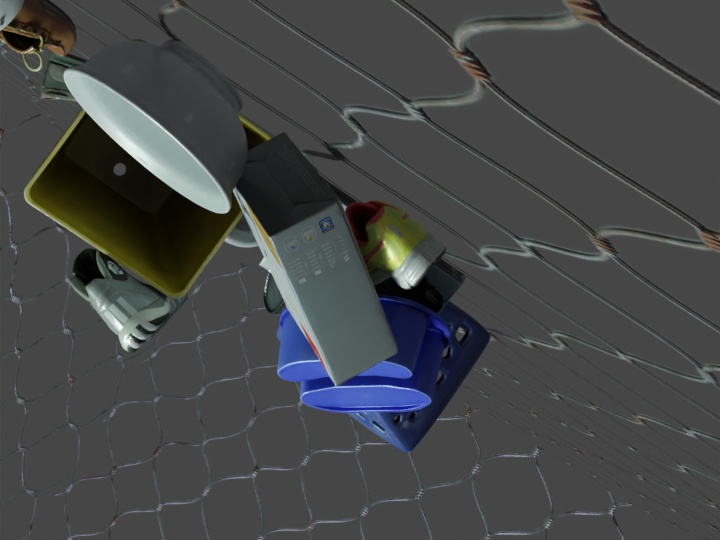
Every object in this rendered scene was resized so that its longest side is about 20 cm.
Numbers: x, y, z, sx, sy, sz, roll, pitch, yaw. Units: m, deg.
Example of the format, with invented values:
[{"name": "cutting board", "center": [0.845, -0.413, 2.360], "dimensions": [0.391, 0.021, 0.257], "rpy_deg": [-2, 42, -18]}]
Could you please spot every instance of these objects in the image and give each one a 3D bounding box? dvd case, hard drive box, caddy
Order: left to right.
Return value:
[{"name": "hard drive box", "center": [-0.049, -0.012, 1.291], "dimensions": [0.156, 0.076, 0.201], "rpy_deg": [53, 169, 52]}, {"name": "dvd case", "center": [0.000, 0.000, 1.456], "dimensions": [0.199, 0.146, 0.022], "rpy_deg": [35, -141, -4]}, {"name": "caddy", "center": [0.001, 0.083, 1.436], "dimensions": [0.198, 0.106, 0.142], "rpy_deg": [-4, 147, 23]}]

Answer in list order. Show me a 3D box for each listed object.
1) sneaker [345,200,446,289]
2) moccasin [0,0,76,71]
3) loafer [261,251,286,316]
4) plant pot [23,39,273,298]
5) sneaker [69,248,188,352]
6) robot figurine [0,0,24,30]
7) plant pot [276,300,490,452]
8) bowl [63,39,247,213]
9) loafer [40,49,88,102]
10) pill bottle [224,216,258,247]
[{"name": "sneaker", "center": [0.016, -0.037, 1.319], "dimensions": [0.090, 0.078, 0.200], "rpy_deg": [42, 166, -14]}, {"name": "moccasin", "center": [-0.374, -0.272, 1.440], "dimensions": [0.073, 0.078, 0.201], "rpy_deg": [30, 180, 3]}, {"name": "loafer", "center": [-0.088, -0.018, 1.537], "dimensions": [0.068, 0.070, 0.201], "rpy_deg": [58, 143, 29]}, {"name": "plant pot", "center": [-0.230, -0.123, 1.399], "dimensions": [0.199, 0.201, 0.176], "rpy_deg": [35, -176, -22]}, {"name": "sneaker", "center": [-0.253, 0.018, 1.390], "dimensions": [0.115, 0.075, 0.200], "rpy_deg": [44, 180, -4]}, {"name": "robot figurine", "center": [-0.395, -0.292, 1.200], "dimensions": [0.199, 0.126, 0.150], "rpy_deg": [30, -169, 31]}, {"name": "plant pot", "center": [0.021, 0.083, 1.688], "dimensions": [0.199, 0.201, 0.180], "rpy_deg": [30, 168, 39]}, {"name": "bowl", "center": [-0.175, -0.152, 1.217], "dimensions": [0.200, 0.091, 0.201], "rpy_deg": [35, 168, 9]}, {"name": "loafer", "center": [-0.294, -0.204, 1.547], "dimensions": [0.199, 0.063, 0.072], "rpy_deg": [23, -177, 17]}, {"name": "pill bottle", "center": [-0.168, -0.097, 1.619], "dimensions": [0.111, 0.112, 0.200], "rpy_deg": [36, 175, -24]}]
